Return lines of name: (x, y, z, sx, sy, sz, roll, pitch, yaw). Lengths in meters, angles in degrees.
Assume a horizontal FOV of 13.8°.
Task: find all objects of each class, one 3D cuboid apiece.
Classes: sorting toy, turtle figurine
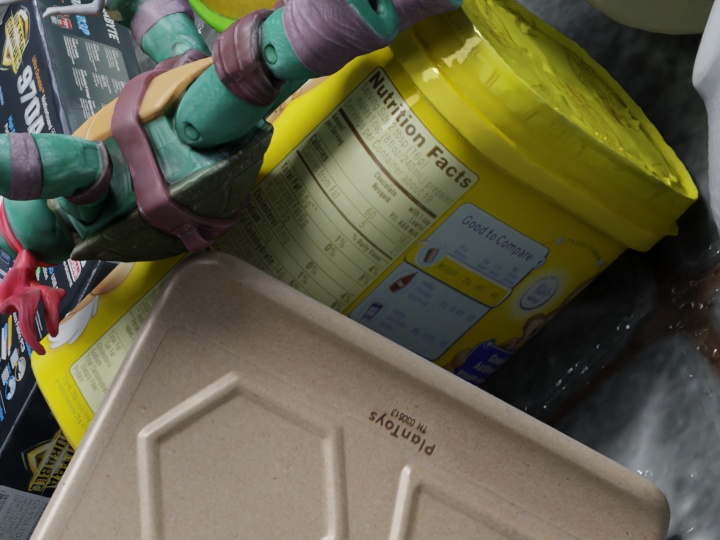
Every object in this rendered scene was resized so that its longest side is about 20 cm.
sorting toy: (-0.020, 0.121, 0.952, 0.201, 0.184, 0.036, -63, 4, -11)
turtle figurine: (-0.068, -0.054, 0.945, 0.199, 0.101, 0.150, -27, 21, 25)

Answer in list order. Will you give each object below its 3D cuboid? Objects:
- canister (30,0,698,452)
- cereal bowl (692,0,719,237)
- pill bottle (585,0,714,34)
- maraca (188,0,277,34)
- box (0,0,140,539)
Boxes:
canister: (0.000, 0.000, 1.028, 0.200, 0.148, 0.087, -43, 55, 15)
cereal bowl: (0.157, -0.084, 0.906, 0.200, 0.083, 0.201, -157, 90, -90)
pill bottle: (0.107, -0.191, 1.101, 0.113, 0.113, 0.201, -34, 40, 21)
maraca: (-0.023, -0.167, 1.218, 0.137, 0.107, 0.200, -32, 41, 11)
box: (-0.133, -0.002, 1.206, 0.159, 0.046, 0.200, -59, 31, 29)
